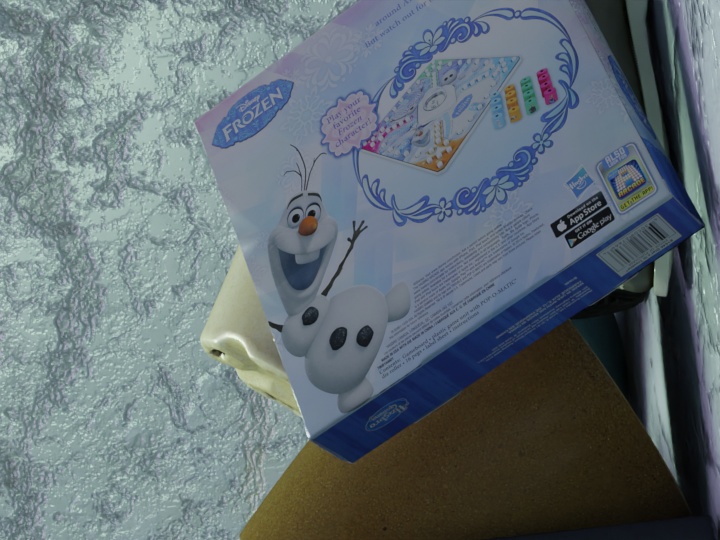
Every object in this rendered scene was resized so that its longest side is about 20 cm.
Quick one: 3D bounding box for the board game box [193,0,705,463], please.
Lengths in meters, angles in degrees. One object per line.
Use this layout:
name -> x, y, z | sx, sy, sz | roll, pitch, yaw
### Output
board game box -> 0.034, -0.046, 1.041 | 0.043, 0.199, 0.200 | 35, -154, -51

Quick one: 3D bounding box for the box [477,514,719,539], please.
box -> 0.084, 0.240, 1.075 | 0.124, 0.198, 0.200 | -93, -4, -58

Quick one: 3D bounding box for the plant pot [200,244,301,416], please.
plant pot -> 0.000, 0.000, 1.390 | 0.185, 0.199, 0.201 | -61, -10, -11

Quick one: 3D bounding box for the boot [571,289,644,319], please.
boot -> 0.113, -0.070, 1.234 | 0.211, 0.079, 0.159 | 76, -172, -76

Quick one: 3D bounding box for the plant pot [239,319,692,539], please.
plant pot -> 0.044, 0.121, 1.161 | 0.187, 0.199, 0.186 | 55, 176, 6

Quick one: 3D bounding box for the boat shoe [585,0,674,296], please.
boat shoe -> 0.116, -0.083, 1.094 | 0.072, 0.060, 0.204 | 82, -178, -76

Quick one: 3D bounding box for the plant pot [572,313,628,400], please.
plant pot -> 0.100, 0.083, 1.465 | 0.135, 0.200, 0.201 | 46, -162, -22
